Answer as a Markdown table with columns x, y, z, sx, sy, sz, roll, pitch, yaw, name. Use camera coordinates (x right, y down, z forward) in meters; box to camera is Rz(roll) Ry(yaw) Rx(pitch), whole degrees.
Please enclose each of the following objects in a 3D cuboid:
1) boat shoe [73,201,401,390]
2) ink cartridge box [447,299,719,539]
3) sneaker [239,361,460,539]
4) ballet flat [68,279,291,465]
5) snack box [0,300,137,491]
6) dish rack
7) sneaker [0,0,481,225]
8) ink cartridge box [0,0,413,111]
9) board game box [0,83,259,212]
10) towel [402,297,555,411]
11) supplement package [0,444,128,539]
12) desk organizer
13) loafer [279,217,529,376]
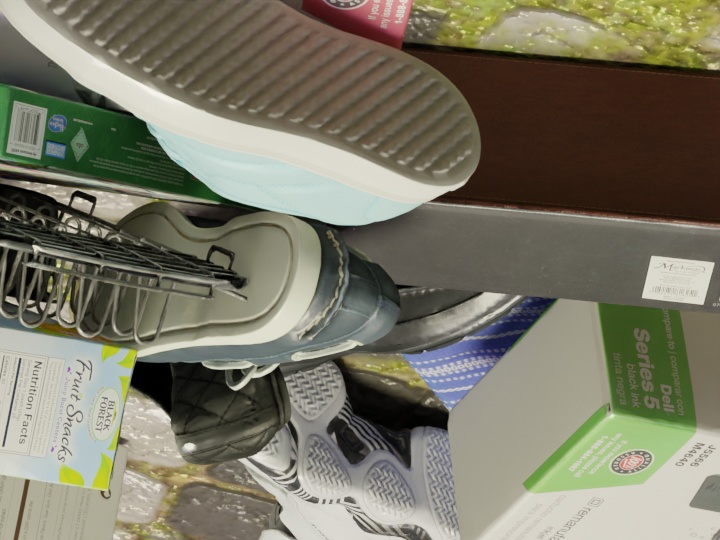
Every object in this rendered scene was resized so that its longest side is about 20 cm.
| x | y | z | sx | sy | sz | roll | pitch | yaw | name |
| --- | --- | --- | --- | --- | --- | --- | --- | --- | --- |
| -0.055 | 0.008 | 1.207 | 0.062 | 0.075 | 0.200 | 22 | 163 | -30 | boat shoe |
| 0.163 | 0.083 | 1.343 | 0.200 | 0.084 | 0.146 | 11 | 143 | -23 | ink cartridge box |
| -0.034 | 0.102 | 1.467 | 0.200 | 0.075 | 0.115 | 28 | 144 | -31 | sneaker |
| -0.095 | 0.037 | 1.310 | 0.057 | 0.067 | 0.200 | -17 | -159 | -23 | ballet flat |
| -0.220 | 0.034 | 1.187 | 0.200 | 0.068 | 0.169 | 10 | -177 | -32 | snack box |
| -0.147 | -0.007 | 1.150 | 0.153 | 0.055 | 0.200 | 9 | -174 | -38 | dish rack |
| -0.057 | -0.060 | 1.033 | 0.200 | 0.074 | 0.082 | 26 | 141 | -28 | sneaker |
| -0.080 | -0.128 | 1.077 | 0.200 | 0.085 | 0.146 | 8 | 150 | -4 | ink cartridge box |
| -0.143 | -0.055 | 1.161 | 0.134 | 0.029 | 0.200 | 8 | 178 | 27 | board game box |
| 0.093 | 0.045 | 1.395 | 0.145 | 0.024 | 0.200 | -7 | 147 | 24 | towel |
| -0.245 | 0.130 | 1.516 | 0.200 | 0.120 | 0.121 | 23 | 147 | -25 | supplement package |
| 0.088 | -0.038 | 1.200 | 0.200 | 0.077 | 0.072 | 5 | 150 | 3 | desk organizer |
| 0.000 | 0.000 | 1.289 | 0.200 | 0.068 | 0.070 | -13 | 123 | 38 | loafer |
